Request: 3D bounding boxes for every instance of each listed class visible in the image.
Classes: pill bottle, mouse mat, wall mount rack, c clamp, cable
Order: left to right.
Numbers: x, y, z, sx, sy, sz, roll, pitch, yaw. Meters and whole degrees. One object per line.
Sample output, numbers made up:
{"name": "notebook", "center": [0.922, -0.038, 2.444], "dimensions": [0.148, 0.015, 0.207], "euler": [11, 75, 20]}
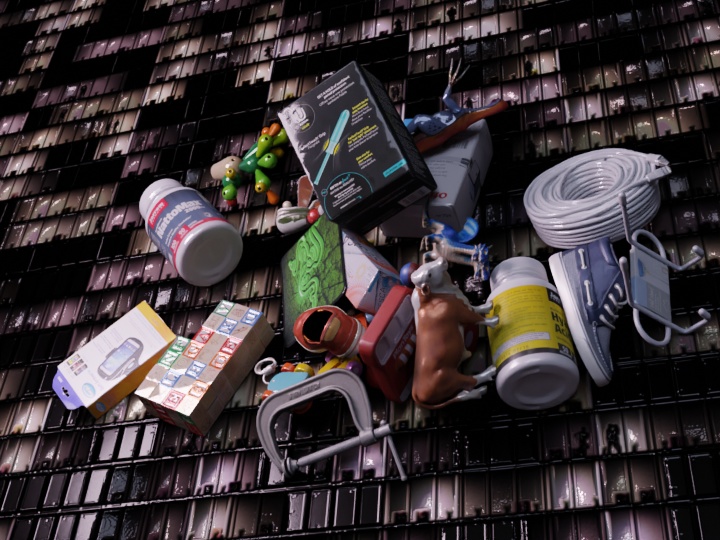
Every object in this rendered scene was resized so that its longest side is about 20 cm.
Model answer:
{"name": "pill bottle", "center": [-0.296, -0.072, 1.797], "dimensions": [0.119, 0.120, 0.200], "euler": [-36, 46, -12]}
{"name": "mouse mat", "center": [-0.077, 0.006, 1.652], "dimensions": [0.161, 0.008, 0.201], "euler": [-45, 34, 33]}
{"name": "c clamp", "center": [-0.049, 0.226, 1.453], "dimensions": [0.199, 0.027, 0.172], "euler": [-18, 77, 18]}
{"name": "pill bottle", "center": [0.229, 0.081, 1.451], "dimensions": [0.111, 0.112, 0.201], "euler": [-13, 46, 10]}
{"name": "cable", "center": [0.346, -0.110, 1.582], "dimensions": [0.199, 0.069, 0.200], "euler": [-32, 29, -10]}
{"name": "wall mount rack", "center": [0.393, -0.005, 1.431], "dimensions": [0.075, 0.173, 0.201], "euler": [-42, 29, 43]}

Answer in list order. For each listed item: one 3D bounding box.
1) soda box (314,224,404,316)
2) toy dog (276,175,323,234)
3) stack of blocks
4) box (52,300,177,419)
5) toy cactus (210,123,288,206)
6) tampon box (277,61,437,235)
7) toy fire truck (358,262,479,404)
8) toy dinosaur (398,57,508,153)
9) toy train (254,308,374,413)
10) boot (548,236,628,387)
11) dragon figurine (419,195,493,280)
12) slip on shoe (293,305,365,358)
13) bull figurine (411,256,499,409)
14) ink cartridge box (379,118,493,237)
{"name": "soda box", "center": [0.000, 0.000, 1.601], "dimensions": [0.069, 0.063, 0.200], "euler": [-60, 30, 10]}
{"name": "toy dog", "center": [-0.051, -0.132, 1.759], "dimensions": [0.199, 0.132, 0.097], "euler": [-12, 75, 1]}
{"name": "stack of blocks", "center": [-0.236, 0.142, 1.619], "dimensions": [0.115, 0.059, 0.200], "euler": [16, 57, 33]}
{"name": "box", "center": [-0.392, 0.148, 1.693], "dimensions": [0.200, 0.042, 0.119], "euler": [-40, 47, -12]}
{"name": "toy cactus", "center": [-0.198, -0.183, 1.895], "dimensions": [0.165, 0.102, 0.201], "euler": [-5, 48, 44]}
{"name": "tampon box", "center": [-0.004, -0.183, 1.617], "dimensions": [0.149, 0.126, 0.201], "euler": [-31, 71, 16]}
{"name": "toy fire truck", "center": [0.075, 0.081, 1.472], "dimensions": [0.112, 0.168, 0.200], "euler": [15, 56, 31]}
{"name": "toy dinosaur", "center": [0.144, -0.230, 1.702], "dimensions": [0.180, 0.105, 0.201], "euler": [4, 84, 14]}
{"name": "toy train", "center": [-0.053, 0.141, 1.557], "dimensions": [0.199, 0.056, 0.150], "euler": [-27, 29, 4]}
{"name": "boot", "center": [0.326, 0.051, 1.432], "dimensions": [0.090, 0.073, 0.201], "euler": [-23, 64, 18]}
{"name": "dragon figurine", "center": [0.139, -0.044, 1.551], "dimensions": [0.099, 0.059, 0.200], "euler": [2, 26, -4]}
{"name": "slip on shoe", "center": [-0.056, 0.080, 1.495], "dimensions": [0.074, 0.061, 0.200], "euler": [-64, 21, -6]}
{"name": "bull figurine", "center": [0.119, 0.084, 1.402], "dimensions": [0.121, 0.201, 0.065], "euler": [5, 1, -9]}
{"name": "ink cartridge box", "center": [0.119, -0.152, 1.725], "dimensions": [0.146, 0.086, 0.201], "euler": [4, 53, 25]}
